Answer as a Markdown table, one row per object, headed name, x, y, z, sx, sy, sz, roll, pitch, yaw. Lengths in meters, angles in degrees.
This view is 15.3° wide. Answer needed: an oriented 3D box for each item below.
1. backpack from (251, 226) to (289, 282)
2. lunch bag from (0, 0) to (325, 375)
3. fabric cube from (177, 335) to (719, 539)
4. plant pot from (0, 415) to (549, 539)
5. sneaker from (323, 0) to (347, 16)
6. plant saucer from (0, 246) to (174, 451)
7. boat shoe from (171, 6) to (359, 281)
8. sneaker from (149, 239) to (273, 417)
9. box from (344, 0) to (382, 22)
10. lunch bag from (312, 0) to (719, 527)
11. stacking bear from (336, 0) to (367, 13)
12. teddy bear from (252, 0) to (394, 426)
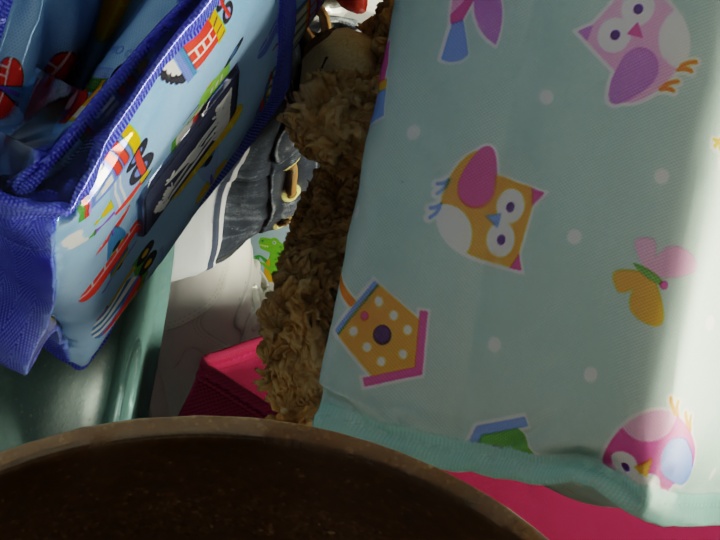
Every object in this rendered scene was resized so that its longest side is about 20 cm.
| name | x | y | z | sx | sy | sz | roll | pitch | yaw |
| --- | --- | --- | --- | --- | --- | --- | --- | --- | --- |
| backpack | 0.016 | -0.060 | 1.331 | 0.147 | 0.182 | 0.201 | -79 | 174 | -63 |
| lunch bag | -0.054 | -0.071 | 0.662 | 0.151 | 0.094 | 0.201 | 110 | 3 | -76 |
| fabric cube | 0.022 | 0.150 | 0.950 | 0.200 | 0.200 | 0.196 | -63 | 161 | 17 |
| plant pot | -0.032 | 0.164 | 0.551 | 0.200 | 0.186 | 0.187 | 92 | 8 | -51 |
| sneaker | -0.040 | -0.149 | 1.041 | 0.085 | 0.073 | 0.201 | -46 | -155 | 40 |
| plant saucer | -0.087 | 0.038 | 0.823 | 0.200 | 0.036 | 0.201 | 12 | 90 | -89 |
| boat shoe | -0.030 | -0.066 | 0.871 | 0.071 | 0.091 | 0.200 | 62 | -17 | 15 |
| sneaker | -0.048 | 0.030 | 1.045 | 0.200 | 0.099 | 0.078 | 101 | -4 | -49 |
| box | 0.054 | -0.160 | 1.185 | 0.131 | 0.198 | 0.201 | 146 | -42 | -64 |
| lunch bag | 0.088 | -0.019 | 0.726 | 0.200 | 0.121 | 0.171 | 14 | 87 | -60 |
| stacking bear | 0.003 | -0.168 | 0.807 | 0.200 | 0.113 | 0.122 | 86 | 1 | -53 |
| teddy bear | 0.000 | 0.000 | 0.777 | 0.145 | 0.066 | 0.201 | 33 | 64 | -68 |
